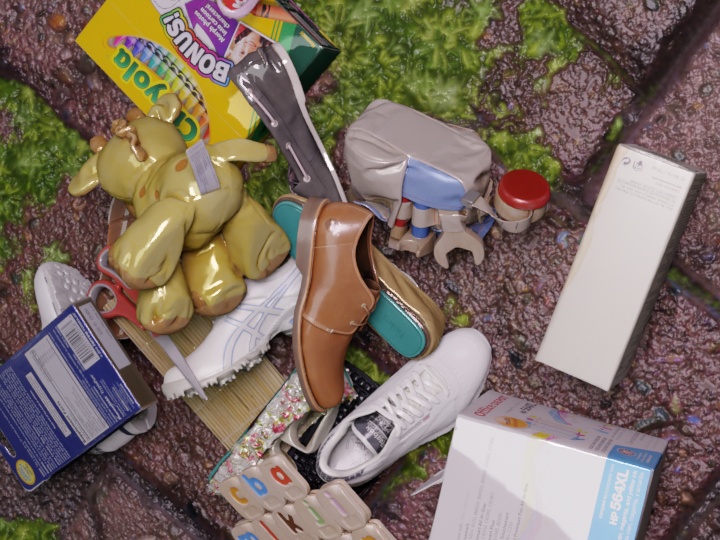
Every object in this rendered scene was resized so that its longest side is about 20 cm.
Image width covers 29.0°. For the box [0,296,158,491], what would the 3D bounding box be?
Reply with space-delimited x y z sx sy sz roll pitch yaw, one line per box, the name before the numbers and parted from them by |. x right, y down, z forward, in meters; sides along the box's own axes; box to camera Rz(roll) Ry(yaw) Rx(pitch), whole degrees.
box | -0.296 0.125 1.364 0.200 0.032 0.121 -36 87 33

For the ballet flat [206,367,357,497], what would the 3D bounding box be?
ballet flat | -0.075 0.162 1.340 0.064 0.076 0.200 47 114 21

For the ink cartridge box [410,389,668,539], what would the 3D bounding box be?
ink cartridge box | 0.157 0.194 1.243 0.200 0.129 0.125 15 99 16

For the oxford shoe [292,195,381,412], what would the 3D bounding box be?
oxford shoe | -0.018 0.037 1.239 0.071 0.071 0.200 8 110 16

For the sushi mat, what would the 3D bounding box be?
sushi mat | -0.154 0.080 1.363 0.096 0.012 0.200 -35 104 15

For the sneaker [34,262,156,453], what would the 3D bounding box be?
sneaker | -0.288 0.089 1.411 0.080 0.076 0.200 -29 84 28

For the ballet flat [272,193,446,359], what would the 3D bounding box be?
ballet flat | 0.000 0.000 1.295 0.200 0.063 0.069 47 129 1

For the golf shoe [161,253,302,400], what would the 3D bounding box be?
golf shoe | -0.114 0.045 1.318 0.200 0.078 0.097 -33 92 -15

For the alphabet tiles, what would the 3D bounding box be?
alphabet tiles | -0.042 0.257 1.315 0.196 0.015 0.200 49 140 -8

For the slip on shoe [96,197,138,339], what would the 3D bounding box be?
slip on shoe | -0.208 -0.028 1.373 0.076 0.061 0.200 21 108 13

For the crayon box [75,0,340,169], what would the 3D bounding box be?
crayon box | -0.149 -0.218 1.348 0.200 0.058 0.173 46 107 10

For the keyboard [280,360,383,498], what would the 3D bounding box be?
keyboard | -0.034 0.194 1.356 0.104 0.040 0.200 34 106 14

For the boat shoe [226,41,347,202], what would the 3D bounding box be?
boat shoe | -0.064 -0.114 1.292 0.057 0.067 0.200 -25 117 -6

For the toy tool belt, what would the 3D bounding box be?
toy tool belt | 0.074 -0.065 1.270 0.200 0.125 0.123 26 140 19

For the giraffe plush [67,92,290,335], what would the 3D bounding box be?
giraffe plush | -0.176 -0.068 1.250 0.162 0.172 0.200 38 139 38

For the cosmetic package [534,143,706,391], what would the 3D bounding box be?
cosmetic package | 0.229 -0.005 1.215 0.073 0.104 0.200 24 101 17

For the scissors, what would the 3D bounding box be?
scissors | -0.192 0.043 1.297 0.200 0.014 0.073 33 98 37

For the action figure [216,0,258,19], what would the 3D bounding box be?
action figure | -0.187 -0.320 1.289 0.200 0.134 0.149 1 137 33

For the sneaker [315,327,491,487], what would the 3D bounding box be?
sneaker | 0.043 0.129 1.287 0.200 0.081 0.076 -44 76 -1
